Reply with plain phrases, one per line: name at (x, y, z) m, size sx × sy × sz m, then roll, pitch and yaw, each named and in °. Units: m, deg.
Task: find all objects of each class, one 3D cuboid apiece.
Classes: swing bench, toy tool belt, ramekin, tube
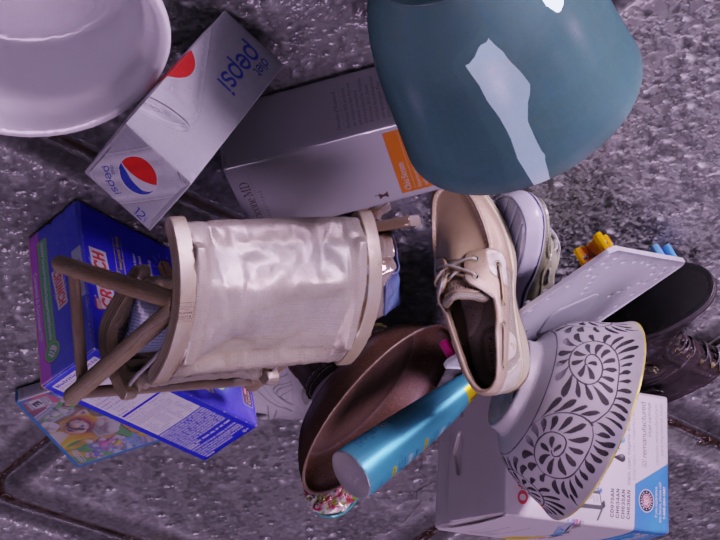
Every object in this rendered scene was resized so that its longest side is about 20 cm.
swing bench at (-0.113, 0.031, 1.564) m, size 0.198 × 0.131 × 0.199 m, roll -3°, pitch 173°, yaw -39°
toy tool belt at (0.000, 0.000, 1.739) m, size 0.122 × 0.126 × 0.200 m, roll -26°, pitch 169°, yaw -4°
ramekin at (-0.244, -0.202, 1.443) m, size 0.198 × 0.098 × 0.201 m, roll -6°, pitch 144°, yaw -5°
tube at (0.060, 0.139, 1.806) m, size 0.199 × 0.051 × 0.077 m, roll -34°, pitch 175°, yaw -32°

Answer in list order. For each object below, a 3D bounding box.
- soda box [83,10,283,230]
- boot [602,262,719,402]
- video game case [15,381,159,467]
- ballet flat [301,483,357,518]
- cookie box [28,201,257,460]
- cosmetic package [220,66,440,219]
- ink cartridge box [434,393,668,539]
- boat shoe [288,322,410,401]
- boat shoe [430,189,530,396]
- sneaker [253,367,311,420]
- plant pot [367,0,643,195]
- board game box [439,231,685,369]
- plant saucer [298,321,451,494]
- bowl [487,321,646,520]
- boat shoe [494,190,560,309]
soda box at (-0.133, -0.119, 1.491) m, size 0.068 × 0.200 × 0.063 m, roll 42°, pitch 127°, yaw -8°
boot at (0.319, 0.070, 1.968) m, size 0.173 × 0.070 × 0.199 m, roll 20°, pitch 138°, yaw -41°
video game case at (-0.227, 0.132, 1.951) m, size 0.198 × 0.018 × 0.143 m, roll -18°, pitch 142°, yaw 10°
ballet flat at (-0.015, 0.166, 1.922) m, size 0.075 × 0.200 × 0.064 m, roll -1°, pitch 117°, yaw 16°
cookie box at (-0.195, 0.055, 1.732) m, size 0.075 × 0.172 × 0.199 m, roll -35°, pitch 136°, yaw 26°
cosmetic package at (-0.013, -0.107, 1.643) m, size 0.198 × 0.072 × 0.102 m, roll -14°, pitch 143°, yaw 7°
ink cartridge box at (0.196, 0.199, 1.994) m, size 0.198 × 0.149 × 0.144 m, roll 10°, pitch 163°, yaw -26°
boat shoe at (0.006, 0.079, 1.861) m, size 0.199 × 0.060 × 0.072 m, roll -19°, pitch 148°, yaw -52°
boat shoe at (0.100, 0.013, 1.725) m, size 0.072 × 0.202 × 0.065 m, roll -15°, pitch 175°, yaw 26°
sneaker at (-0.095, 0.097, 1.889) m, size 0.098 × 0.078 × 0.201 m, roll -12°, pitch 142°, yaw 7°
plant pot at (0.096, -0.186, 1.472) m, size 0.199 × 0.202 × 0.161 m, roll -20°, pitch 131°, yaw 13°
board game box at (0.191, 0.031, 1.831) m, size 0.199 × 0.026 × 0.200 m, roll -36°, pitch 162°, yaw 22°
plant saucer at (0.006, 0.119, 1.791) m, size 0.200 × 0.037 × 0.201 m, roll -41°, pitch 157°, yaw -21°
bowl at (0.180, 0.123, 1.815) m, size 0.094 × 0.202 × 0.201 m, roll 23°, pitch 135°, yaw -10°
boat shoe at (0.155, -0.017, 1.815) m, size 0.062 × 0.072 × 0.200 m, roll -18°, pitch 154°, yaw -13°
